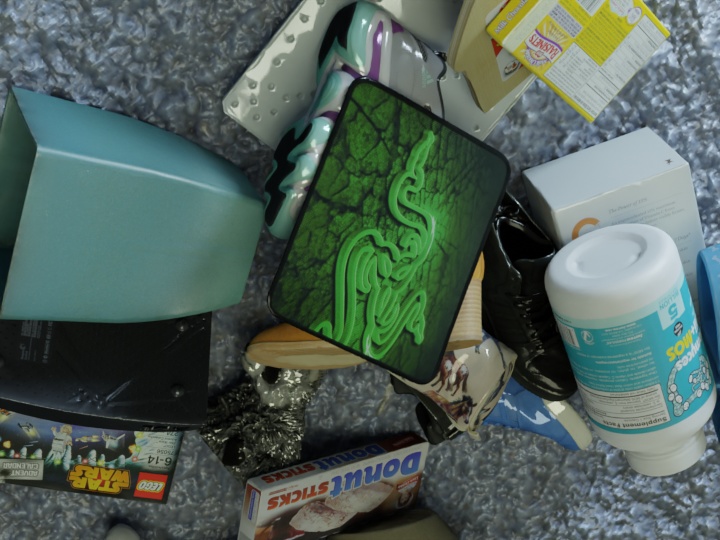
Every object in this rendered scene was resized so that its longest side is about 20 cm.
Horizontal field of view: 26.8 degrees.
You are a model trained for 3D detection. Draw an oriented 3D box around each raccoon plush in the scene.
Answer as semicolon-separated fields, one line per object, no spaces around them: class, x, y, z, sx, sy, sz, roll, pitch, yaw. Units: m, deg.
raccoon plush;-0.063;0.137;1.357;0.134;0.097;0.200;-40;141;-6

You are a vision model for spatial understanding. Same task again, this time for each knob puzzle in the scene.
knob puzzle;0.137;-0.230;1.176;0.219;0.030;0.220;-34;155;-18

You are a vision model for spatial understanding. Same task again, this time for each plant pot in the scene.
plant pot;-0.187;-0.044;1.208;0.199;0.141;0.142;7;112;-25

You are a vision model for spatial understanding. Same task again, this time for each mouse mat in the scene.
mouse mat;0.026;-0.030;1.169;0.160;0.008;0.201;26;79;-25

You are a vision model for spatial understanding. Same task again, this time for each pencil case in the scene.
pencil case;0.039;0.058;1.285;0.199;0.078;0.090;34;93;8

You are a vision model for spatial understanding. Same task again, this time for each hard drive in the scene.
hard drive;-0.225;0.069;1.254;0.199;0.136;0.042;10;143;-16

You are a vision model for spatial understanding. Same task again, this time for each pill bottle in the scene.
pill bottle;0.229;0.071;1.249;0.110;0.111;0.201;-22;117;-1

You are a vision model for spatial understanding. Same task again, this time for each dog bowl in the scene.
dog bowl;0.318;0.064;1.270;0.049;0.112;0.201;-8;116;5

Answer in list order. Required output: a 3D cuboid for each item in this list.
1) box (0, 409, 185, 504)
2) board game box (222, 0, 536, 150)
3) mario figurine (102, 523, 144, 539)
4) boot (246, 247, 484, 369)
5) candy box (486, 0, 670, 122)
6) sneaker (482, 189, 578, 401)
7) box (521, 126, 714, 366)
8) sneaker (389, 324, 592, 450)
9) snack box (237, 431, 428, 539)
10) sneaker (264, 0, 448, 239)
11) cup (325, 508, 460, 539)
box;-0.251;0.125;1.318;0.199;0.040;0.138;10;112;-16
board game box;0.019;-0.158;1.259;0.200;0.026;0.200;36;102;-23
mario figurine;-0.181;0.290;1.400;0.199;0.106;0.124;-11;79;-18
boot;0.001;0.000;1.230;0.200;0.071;0.145;-6;74;-5
candy box;0.180;-0.192;1.217;0.102;0.026;0.200;-46;151;11
sneaker;0.137;0.014;1.290;0.060;0.104;0.200;-29;81;-28
box;0.233;-0.004;1.332;0.124;0.098;0.201;-19;116;-3
sneaker;0.112;0.123;1.371;0.200;0.077;0.111;41;94;-20
snack box;-0.023;0.200;1.355;0.199;0.024;0.072;-11;120;-41
sneaker;0.015;-0.098;1.202;0.139;0.078;0.201;25;85;-22
cup;0.033;0.300;1.389;0.199;0.200;0.144;-10;89;-7
